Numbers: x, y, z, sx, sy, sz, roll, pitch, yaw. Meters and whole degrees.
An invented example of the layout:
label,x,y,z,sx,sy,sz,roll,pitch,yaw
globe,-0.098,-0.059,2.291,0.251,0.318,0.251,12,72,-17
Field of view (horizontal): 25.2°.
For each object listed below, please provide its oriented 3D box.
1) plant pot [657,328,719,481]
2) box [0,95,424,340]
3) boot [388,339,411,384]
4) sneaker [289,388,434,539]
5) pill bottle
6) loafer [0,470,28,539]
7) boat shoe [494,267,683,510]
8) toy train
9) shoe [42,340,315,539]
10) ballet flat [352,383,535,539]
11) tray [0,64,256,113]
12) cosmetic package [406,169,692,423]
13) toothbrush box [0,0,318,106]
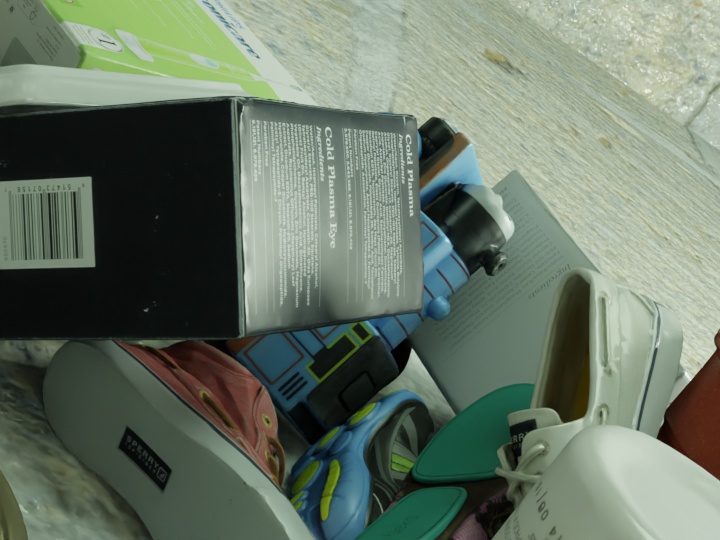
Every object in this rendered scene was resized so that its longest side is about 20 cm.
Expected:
label,x,y,z,sx,sy,sz,roll,pitch,yaw
plant pot,0.174,0.167,0.779,0.201,0.195,0.201,43,11,-11
box,-0.094,-0.023,0.785,0.198,0.105,0.182,-1,2,28
boot,-0.015,0.027,1.049,0.200,0.096,0.075,-45,124,-50
sneaker,0.008,0.124,0.848,0.083,0.071,0.200,52,16,-8
pill bottle,0.072,0.168,0.621,0.114,0.201,0.115,31,19,-12
loafer,-0.194,0.074,0.591,0.200,0.076,0.067,37,17,35
boat shoe,0.092,0.089,0.731,0.070,0.071,0.201,31,62,-23
toy train,0.000,0.000,0.925,0.114,0.200,0.087,45,-8,23
shoe,-0.059,0.099,0.758,0.200,0.072,0.091,42,24,30
ballet flat,0.049,0.123,0.768,0.200,0.069,0.072,-40,119,-58
tray,-0.134,-0.085,0.813,0.107,0.022,0.199,-3,0,34
cosmetic package,0.138,0.083,0.990,0.199,0.123,0.200,46,6,-44
toothbrush box,-0.142,-0.120,0.998,0.199,0.086,0.146,7,33,-48
